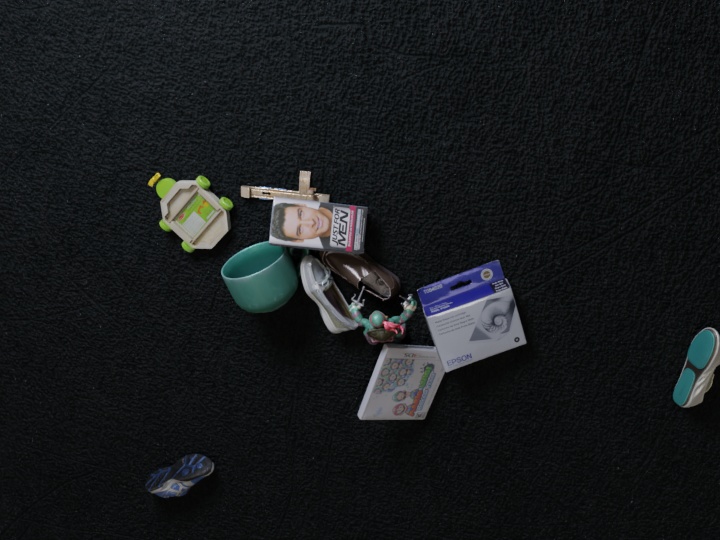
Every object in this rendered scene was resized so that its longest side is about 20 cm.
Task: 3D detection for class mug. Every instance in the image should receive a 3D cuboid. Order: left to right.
[{"bbox_3d":[-0.199,0.018,1.343,0.184,0.152,0.115,-15,119,10],"label":"mug"}]

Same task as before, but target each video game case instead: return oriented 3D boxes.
[{"bbox_3d":[0.104,0.261,1.407,0.181,0.024,0.201,7,115,-28],"label":"video game case"}]

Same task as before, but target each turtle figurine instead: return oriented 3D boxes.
[{"bbox_3d":[0.044,0.108,1.320,0.149,0.200,0.101,6,68,10],"label":"turtle figurine"}]

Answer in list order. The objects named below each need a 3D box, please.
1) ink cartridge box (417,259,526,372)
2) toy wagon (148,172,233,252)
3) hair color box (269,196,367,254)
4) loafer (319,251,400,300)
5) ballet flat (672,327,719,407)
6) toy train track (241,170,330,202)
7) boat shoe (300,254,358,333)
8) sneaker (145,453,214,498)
[{"bbox_3d":[0.247,0.103,1.346,0.199,0.041,0.201,-21,106,3],"label":"ink cartridge box"},{"bbox_3d":[-0.386,-0.143,1.373,0.200,0.040,0.155,44,109,-7],"label":"toy wagon"},{"bbox_3d":[-0.090,-0.094,1.296,0.199,0.061,0.099,6,88,-8],"label":"hair color box"},{"bbox_3d":[0.000,0.000,1.349,0.200,0.071,0.073,28,111,-2],"label":"loafer"},{"bbox_3d":[0.744,0.210,1.326,0.069,0.069,0.201,11,115,4],"label":"ballet flat"},{"bbox_3d":[-0.168,-0.162,1.337,0.199,0.033,0.115,7,111,7],"label":"toy train track"},{"bbox_3d":[-0.070,0.052,1.371,0.065,0.074,0.202,-12,112,31],"label":"boat shoe"},{"bbox_3d":[-0.471,0.551,1.629,0.199,0.076,0.077,-22,127,15],"label":"sneaker"}]
